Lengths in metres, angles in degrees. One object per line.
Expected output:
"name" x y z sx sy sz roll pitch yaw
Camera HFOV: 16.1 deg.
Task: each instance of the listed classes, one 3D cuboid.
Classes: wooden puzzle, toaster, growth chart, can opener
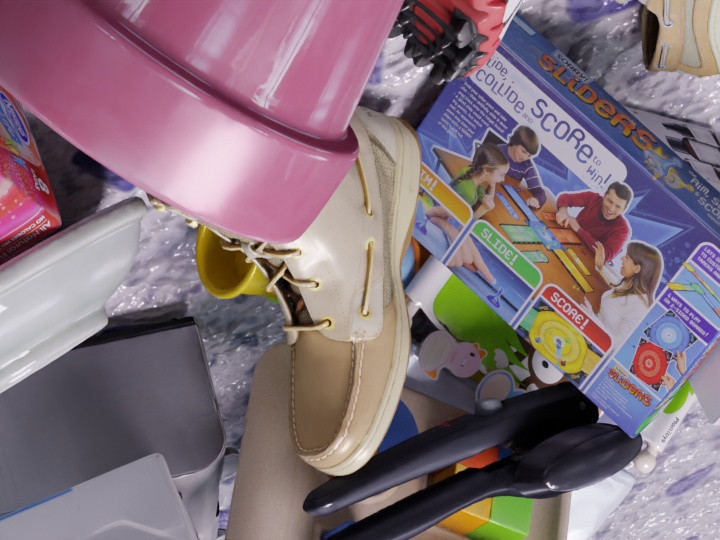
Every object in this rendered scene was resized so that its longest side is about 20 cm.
"wooden puzzle" 0.027 0.146 1.397 0.199 0.186 0.046 20 148 -19
"toaster" -0.173 0.131 1.463 0.199 0.119 0.181 -11 142 -17
"growth chart" 0.122 0.030 1.468 0.200 0.018 0.145 32 81 -19
"can opener" 0.055 0.105 1.372 0.199 0.064 0.079 -14 174 -28

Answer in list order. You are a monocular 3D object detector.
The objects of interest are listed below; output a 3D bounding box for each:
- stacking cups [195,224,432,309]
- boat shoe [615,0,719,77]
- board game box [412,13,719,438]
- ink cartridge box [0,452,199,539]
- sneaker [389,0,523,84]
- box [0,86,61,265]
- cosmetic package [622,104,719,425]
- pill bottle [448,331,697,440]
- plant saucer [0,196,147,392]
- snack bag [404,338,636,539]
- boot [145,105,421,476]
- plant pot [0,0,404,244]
"stacking cups" 0.000 0.000 1.447 0.199 0.061 0.061 11 132 -41
"boat shoe" 0.161 -0.162 1.327 0.076 0.072 0.200 -10 144 8
"board game box" 0.115 -0.024 1.369 0.034 0.200 0.136 -33 163 -52
"ink cartridge box" -0.132 0.197 1.409 0.116 0.068 0.200 -21 144 -5
"sneaker" 0.064 -0.164 1.253 0.098 0.071 0.201 -45 170 -22
"box" -0.259 -0.025 1.231 0.200 0.096 0.100 -31 145 10
"cosmetic package" 0.200 -0.001 1.436 0.082 0.200 0.051 9 135 -38
"pill bottle" 0.111 0.072 1.554 0.199 0.115 0.114 -26 145 3
"plant saucer" -0.185 0.033 1.299 0.200 0.050 0.200 -32 -179 0
"snack bag" 0.046 0.157 1.508 0.188 0.021 0.200 32 106 -22
"boot" -0.044 -0.004 1.315 0.073 0.201 0.155 -5 162 44
"plant pot" -0.058 -0.140 1.133 0.200 0.200 0.179 22 109 -46
